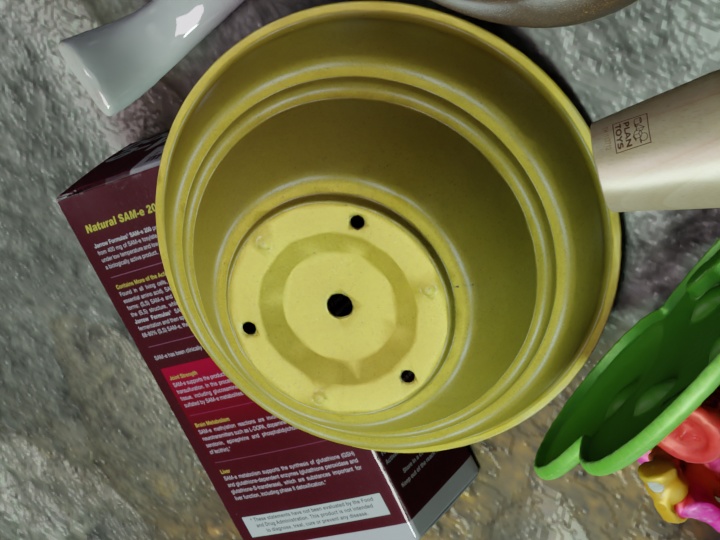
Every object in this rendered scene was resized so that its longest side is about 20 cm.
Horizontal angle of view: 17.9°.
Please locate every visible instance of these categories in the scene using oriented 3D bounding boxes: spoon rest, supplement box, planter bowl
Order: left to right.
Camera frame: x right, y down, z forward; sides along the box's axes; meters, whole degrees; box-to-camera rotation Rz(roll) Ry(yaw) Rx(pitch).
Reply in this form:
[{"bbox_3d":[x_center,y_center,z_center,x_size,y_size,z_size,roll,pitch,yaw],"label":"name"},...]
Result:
[{"bbox_3d":[-0.057,-0.138,0.928,0.100,0.061,0.200,54,140,6],"label":"spoon rest"},{"bbox_3d":[-0.041,0.030,1.033,0.108,0.061,0.201,-14,110,41],"label":"supplement box"},{"bbox_3d":[0.000,0.000,0.913,0.199,0.084,0.202,6,113,13],"label":"planter bowl"}]

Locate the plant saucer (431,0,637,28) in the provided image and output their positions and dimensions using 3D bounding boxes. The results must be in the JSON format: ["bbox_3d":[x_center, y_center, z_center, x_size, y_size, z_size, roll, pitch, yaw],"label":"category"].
[{"bbox_3d":[0.041,-0.178,0.851,0.199,0.032,0.201,19,127,27],"label":"plant saucer"}]

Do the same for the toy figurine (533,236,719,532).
[{"bbox_3d":[0.185,0.080,0.850,0.184,0.150,0.200,39,144,-4],"label":"toy figurine"}]

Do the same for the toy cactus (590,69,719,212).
[{"bbox_3d":[0.156,-0.051,0.733,0.164,0.102,0.201,-13,73,13],"label":"toy cactus"}]
